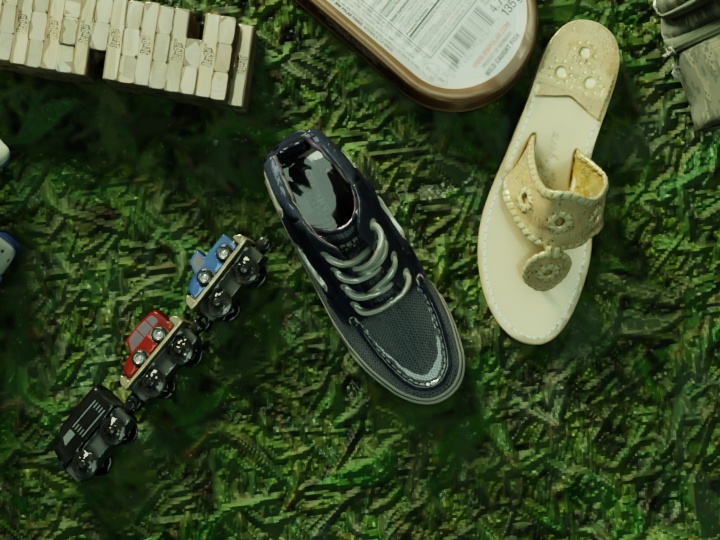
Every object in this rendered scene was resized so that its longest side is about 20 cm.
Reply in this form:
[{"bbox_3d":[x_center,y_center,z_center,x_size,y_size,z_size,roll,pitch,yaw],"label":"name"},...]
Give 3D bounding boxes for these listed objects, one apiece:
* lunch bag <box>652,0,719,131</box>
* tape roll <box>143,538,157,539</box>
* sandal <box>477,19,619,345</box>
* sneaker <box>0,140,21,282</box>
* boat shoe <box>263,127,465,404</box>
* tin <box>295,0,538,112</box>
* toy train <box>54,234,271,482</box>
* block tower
[{"bbox_3d":[0.253,-0.183,0.751,0.137,0.200,0.170,-17,93,-2],"label":"lunch bag"},{"bbox_3d":[-0.113,0.262,0.747,0.048,0.200,0.203,-21,90,-1],"label":"tape roll"},{"bbox_3d":[0.124,-0.058,0.812,0.076,0.070,0.215,12,90,0],"label":"sandal"},{"bbox_3d":[-0.258,0.008,0.812,0.087,0.075,0.203,-5,106,-28],"label":"sneaker"},{"bbox_3d":[0.000,0.000,0.800,0.074,0.093,0.201,-35,89,0],"label":"boat shoe"},{"bbox_3d":[0.029,-0.192,0.830,0.199,0.042,0.112,40,86,0],"label":"tin"},{"bbox_3d":[-0.130,0.051,0.833,0.046,0.034,0.201,40,91,13],"label":"toy train"},{"bbox_3d":[-0.168,-0.148,0.822,0.197,0.054,0.059,8,89,0],"label":"block tower"}]
